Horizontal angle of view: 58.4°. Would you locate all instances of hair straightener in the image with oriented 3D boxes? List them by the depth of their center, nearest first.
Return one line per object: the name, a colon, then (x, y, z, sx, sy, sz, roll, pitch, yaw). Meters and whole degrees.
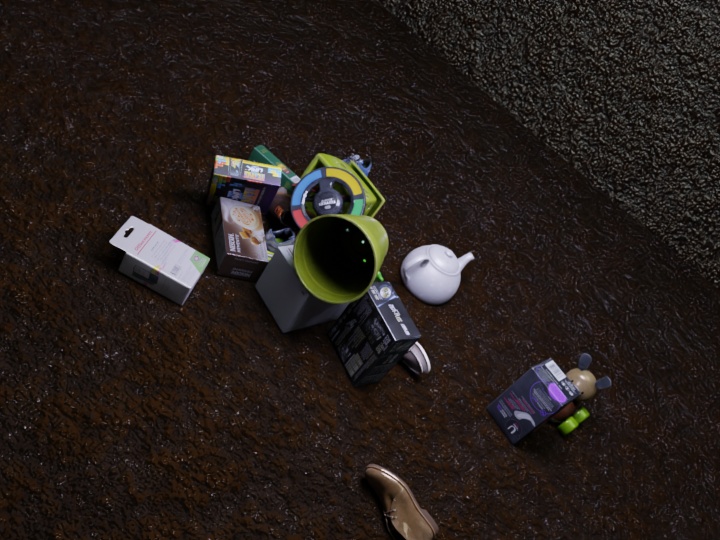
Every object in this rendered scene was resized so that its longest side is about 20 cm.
hair straightener: (-0.094, -0.179, 1.723, 0.199, 0.077, 0.041, 13, 18, 11)

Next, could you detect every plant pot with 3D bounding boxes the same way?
plant pot: (-0.024, -0.046, 1.486, 0.200, 0.201, 0.193, 42, 26, 7)
plant pot: (-0.059, -0.200, 1.856, 0.181, 0.199, 0.200, -9, 56, -51)

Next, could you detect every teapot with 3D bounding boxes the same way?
teapot: (0.222, -0.007, 1.914, 0.197, 0.146, 0.200, 31, 38, -7)

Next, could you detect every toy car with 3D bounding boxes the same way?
toy car: (0.605, 0.333, 1.817, 0.157, 0.200, 0.164, -16, 61, -47)

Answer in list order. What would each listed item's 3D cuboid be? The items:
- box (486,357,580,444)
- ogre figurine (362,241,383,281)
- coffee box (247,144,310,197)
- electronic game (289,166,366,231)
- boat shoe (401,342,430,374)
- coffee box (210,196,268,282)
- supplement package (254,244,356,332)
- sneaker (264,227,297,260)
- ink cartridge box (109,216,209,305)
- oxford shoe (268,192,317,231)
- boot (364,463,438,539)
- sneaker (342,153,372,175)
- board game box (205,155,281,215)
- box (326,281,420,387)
box: (0.448, 0.341, 1.681, 0.106, 0.200, 0.122, -12, 59, -45)
ogre figurine: (0.000, 0.000, 1.721, 0.120, 0.200, 0.098, -33, 65, -31)
coffee box: (-0.240, -0.243, 1.810, 0.200, 0.123, 0.044, 40, 36, 7)
electronic game: (-0.084, -0.174, 1.663, 0.200, 0.200, 0.042, 50, -4, 16)
boat shoe: (0.102, 0.194, 1.669, 0.059, 0.072, 0.200, -15, 57, -40)
coffee box: (-0.306, -0.079, 1.617, 0.114, 0.080, 0.201, 12, 43, -29)
supplement package: (-0.120, 0.034, 1.588, 0.199, 0.152, 0.151, -10, 57, -44)
sneaker: (-0.178, -0.069, 1.709, 0.199, 0.081, 0.074, -3, 52, -41)
ink cartridge box: (-0.457, -0.024, 1.447, 0.199, 0.067, 0.117, 31, 38, -10)
oxford shoe: (-0.202, -0.162, 1.741, 0.199, 0.071, 0.072, 28, 15, 25)
boot: (0.072, 0.491, 1.334, 0.200, 0.074, 0.075, 47, 48, 9)
sneaker: (-0.043, -0.346, 2.105, 0.199, 0.089, 0.079, -9, 55, -44)
board game box: (-0.301, -0.212, 1.641, 0.164, 0.200, 0.057, 9, 71, -16)
box: (0.028, 0.152, 1.541, 0.086, 0.200, 0.164, -4, 52, -40)
